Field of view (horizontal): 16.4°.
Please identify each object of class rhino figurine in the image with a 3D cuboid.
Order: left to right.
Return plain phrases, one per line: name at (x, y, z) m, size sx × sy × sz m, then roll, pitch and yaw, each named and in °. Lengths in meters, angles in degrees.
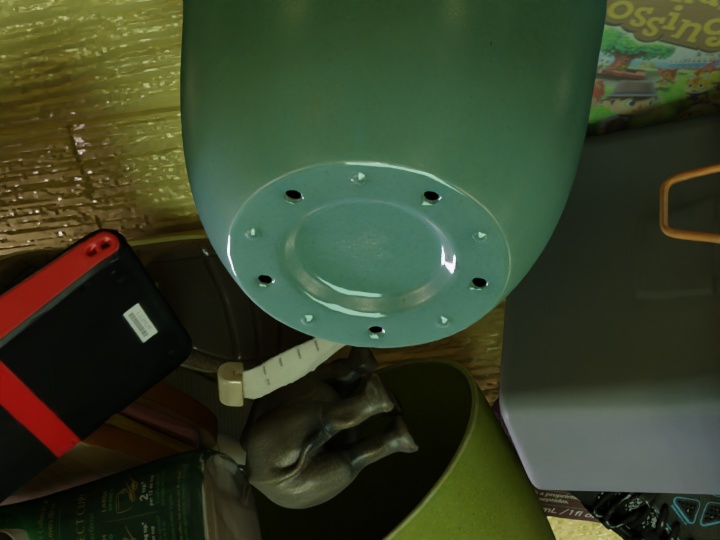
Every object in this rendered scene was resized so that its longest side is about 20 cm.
rhino figurine at (-0.025, 0.077, 1.339) m, size 0.087 × 0.200 × 0.060 m, roll -29°, pitch 100°, yaw 0°

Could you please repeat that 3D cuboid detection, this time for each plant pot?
plant pot at (0.010, -0.064, 1.119) m, size 0.199 × 0.162 × 0.201 m, roll 3°, pitch 141°, yaw 3°
plant pot at (0.043, 0.184, 1.385) m, size 0.187 × 0.187 × 0.200 m, roll -27°, pitch 115°, yaw 26°

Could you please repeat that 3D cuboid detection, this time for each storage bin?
storage bin at (0.140, 0.014, 1.209) m, size 0.134 × 0.201 × 0.146 m, roll -6°, pitch 144°, yaw 15°

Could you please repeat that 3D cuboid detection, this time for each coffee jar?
coffee jar at (-0.152, 0.160, 1.283) m, size 0.199 × 0.105 × 0.085 m, roll -12°, pitch 162°, yaw 16°

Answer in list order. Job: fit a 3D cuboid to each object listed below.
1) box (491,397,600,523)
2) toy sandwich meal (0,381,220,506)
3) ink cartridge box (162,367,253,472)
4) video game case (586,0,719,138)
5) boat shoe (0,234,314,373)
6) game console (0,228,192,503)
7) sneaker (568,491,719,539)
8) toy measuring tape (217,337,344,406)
box at (0.153, 0.061, 1.397) m, size 0.100 × 0.075 × 0.200 m, roll 9°, pitch 139°, yaw -17°
toy sandwich meal at (-0.163, 0.120, 1.370) m, size 0.204 × 0.071 × 0.206 m, roll -2°, pitch 141°, yaw -1°
ink cartridge box at (-0.181, 0.104, 1.439) m, size 0.199 × 0.041 × 0.200 m, roll -33°, pitch 135°, yaw 31°
video game case at (0.140, -0.111, 1.211) m, size 0.199 × 0.022 × 0.182 m, roll 7°, pitch 141°, yaw -15°
boat shoe at (-0.116, 0.014, 1.321) m, size 0.199 × 0.072 × 0.076 m, roll 7°, pitch 177°, yaw -29°
game console at (-0.169, 0.058, 1.180) m, size 0.177 × 0.031 × 0.200 m, roll -38°, pitch 165°, yaw -5°
sneaker at (0.169, 0.129, 1.355) m, size 0.199 × 0.082 × 0.073 m, roll 26°, pitch 138°, yaw -24°
toy measuring tape at (0.000, 0.000, 1.271) m, size 0.199 × 0.074 × 0.074 m, roll -27°, pitch 148°, yaw -21°
